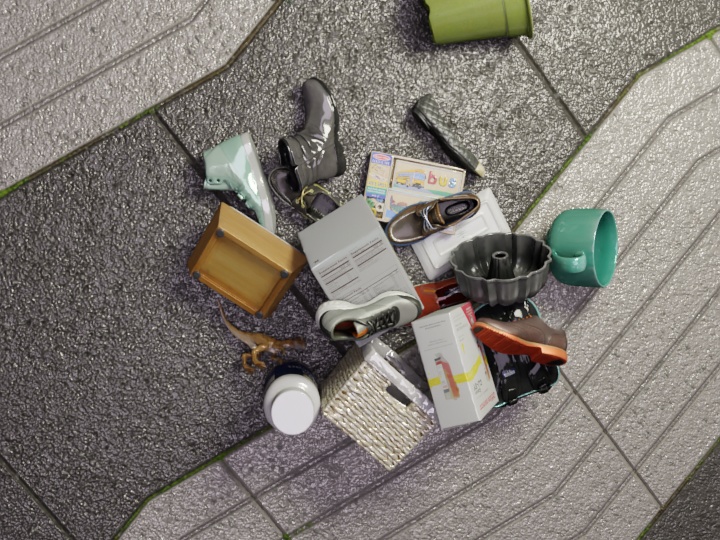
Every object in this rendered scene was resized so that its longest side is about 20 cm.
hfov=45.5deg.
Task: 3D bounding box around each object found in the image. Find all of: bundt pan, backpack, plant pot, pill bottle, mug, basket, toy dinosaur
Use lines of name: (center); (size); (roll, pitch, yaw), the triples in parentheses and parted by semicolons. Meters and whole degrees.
bundt pan: (0.273, 0.003, 1.665); (0.197, 0.203, 0.077); (-11, 117, -5)
backpack: (0.286, 0.147, 1.710); (0.172, 0.153, 0.204); (-19, 98, -1)
plant pot: (0.214, -0.517, 1.636); (0.186, 0.200, 0.205); (-14, 97, 9)
pill bottle: (-0.132, 0.247, 1.651); (0.108, 0.200, 0.114); (-1, 96, -6)
mug: (0.427, -0.050, 1.696); (0.112, 0.184, 0.156); (4, 77, 34)
basket: (0.037, 0.250, 1.672); (0.198, 0.200, 0.161); (41, 92, -9)
toy dinosaur: (-0.209, 0.145, 1.714); (0.196, 0.061, 0.108); (18, 57, -6)

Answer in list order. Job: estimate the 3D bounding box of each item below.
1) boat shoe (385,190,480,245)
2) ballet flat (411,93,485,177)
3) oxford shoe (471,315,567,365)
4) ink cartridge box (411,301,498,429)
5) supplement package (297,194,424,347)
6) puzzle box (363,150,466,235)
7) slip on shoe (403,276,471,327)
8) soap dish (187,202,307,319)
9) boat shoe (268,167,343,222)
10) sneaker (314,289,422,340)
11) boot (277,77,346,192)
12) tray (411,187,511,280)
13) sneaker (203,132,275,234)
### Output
boat shoe: (0.140, -0.107, 1.666); (0.197, 0.072, 0.074); (-25, 91, -3)
ballet flat: (0.182, -0.264, 1.703); (0.057, 0.066, 0.200); (-44, 99, -6)
oxford shoe: (0.299, 0.118, 1.612); (0.196, 0.071, 0.074); (20, 64, -16)
ink cartridge box: (0.179, 0.174, 1.596); (0.082, 0.145, 0.204); (-16, 90, 24)
supplement package: (0.000, 0.000, 1.629); (0.149, 0.152, 0.202); (-30, 121, 2)
puzzle box: (0.105, -0.154, 1.713); (0.195, 0.025, 0.136); (10, 89, -3)
slip on shoe: (0.141, 0.063, 1.733); (0.196, 0.061, 0.076); (-18, 99, -3)
soap dish: (-0.222, -0.011, 1.651); (0.198, 0.082, 0.158); (32, 118, -9)
boat shoe: (-0.093, -0.138, 1.687); (0.199, 0.061, 0.073); (33, 91, -8)
sneaker: (0.020, 0.091, 1.548); (0.195, 0.080, 0.075); (-10, 120, -12)
boot: (-0.104, -0.261, 1.641); (0.130, 0.069, 0.204); (-21, 97, -37)
tray: (0.203, -0.073, 1.746); (0.197, 0.022, 0.109); (-30, 99, -3)
sneaker: (-0.238, -0.153, 1.669); (0.116, 0.074, 0.205); (-18, 100, 3)
